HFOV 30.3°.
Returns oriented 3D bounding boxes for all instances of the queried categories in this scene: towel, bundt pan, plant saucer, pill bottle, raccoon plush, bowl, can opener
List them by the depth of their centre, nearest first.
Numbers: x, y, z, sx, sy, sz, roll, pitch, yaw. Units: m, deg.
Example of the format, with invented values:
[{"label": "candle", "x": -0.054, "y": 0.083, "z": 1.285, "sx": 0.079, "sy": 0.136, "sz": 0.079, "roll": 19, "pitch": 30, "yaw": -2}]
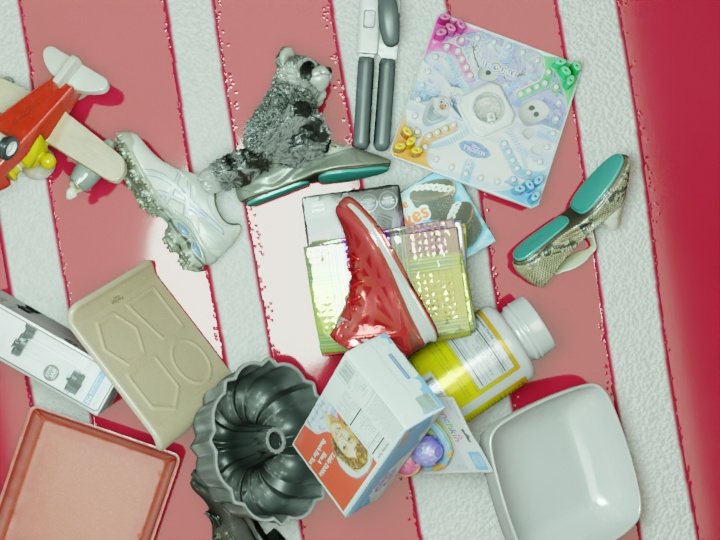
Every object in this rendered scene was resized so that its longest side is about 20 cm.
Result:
[{"label": "towel", "x": 0.039, "y": 0.021, "z": 1.607, "sx": 0.199, "sy": 0.023, "sz": 0.145, "roll": -9, "pitch": 93, "yaw": -1}, {"label": "bundt pan", "x": -0.126, "y": 0.212, "z": 1.625, "sx": 0.201, "sy": 0.076, "sz": 0.203, "roll": 15, "pitch": 68, "yaw": -41}, {"label": "raccoon plush", "x": -0.123, "y": -0.194, "z": 1.635, "sx": 0.199, "sy": 0.097, "sz": 0.135, "roll": -18, "pitch": 52, "yaw": -2}, {"label": "bowl", "x": 0.239, "y": 0.256, "z": 1.651, "sx": 0.199, "sy": 0.075, "sz": 0.201, "roll": -19, "pitch": 92, "yaw": -26}, {"label": "pill bottle", "x": 0.140, "y": 0.119, "z": 1.653, "sx": 0.199, "sy": 0.109, "sz": 0.110, "roll": -33, "pitch": 91, "yaw": -1}, {"label": "can opener", "x": 0.020, "y": -0.252, "z": 1.667, "sx": 0.053, "sy": 0.067, "sz": 0.202, "roll": 4, "pitch": 90, "yaw": -1}, {"label": "plant saucer", "x": -0.349, "y": 0.293, "z": 1.678, "sx": 0.199, "sy": 0.037, "sz": 0.201, "roll": 19, "pitch": 90, "yaw": -1}]

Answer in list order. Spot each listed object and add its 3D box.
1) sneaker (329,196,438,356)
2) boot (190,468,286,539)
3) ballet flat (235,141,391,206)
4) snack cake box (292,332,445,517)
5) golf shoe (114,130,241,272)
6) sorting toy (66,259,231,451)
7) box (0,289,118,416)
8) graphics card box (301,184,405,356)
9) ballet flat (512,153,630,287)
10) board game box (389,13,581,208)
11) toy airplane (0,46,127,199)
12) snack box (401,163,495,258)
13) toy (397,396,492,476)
[{"label": "sneaker", "x": -0.002, "y": 0.022, "z": 1.557, "sx": 0.115, "sy": 0.078, "sz": 0.201, "roll": -31, "pitch": 91, "yaw": -2}, {"label": "boot", "x": -0.189, "y": 0.370, "z": 1.668, "sx": 0.174, "sy": 0.069, "sz": 0.200, "roll": -44, "pitch": 91, "yaw": 1}, {"label": "ballet flat", "x": -0.063, "y": -0.133, "z": 1.668, "sx": 0.199, "sy": 0.067, "sz": 0.064, "roll": -14, "pitch": 84, "yaw": -2}, {"label": "snack cake box", "x": 0.005, "y": 0.182, "z": 1.546, "sx": 0.067, "sy": 0.200, "sz": 0.115, "roll": -24, "pitch": 66, "yaw": -39}, {"label": "golf shoe", "x": -0.229, "y": -0.100, "z": 1.670, "sx": 0.097, "sy": 0.078, "sz": 0.201, "roll": -35, "pitch": 97, "yaw": -18}, {"label": "sorting toy", "x": -0.255, "y": 0.102, "z": 1.619, "sx": 0.036, "sy": 0.185, "sz": 0.201, "roll": -32, "pitch": 94, "yaw": 30}, {"label": "box", "x": -0.386, "y": 0.098, "z": 1.635, "sx": 0.199, "sy": 0.117, "sz": 0.060, "roll": 30, "pitch": 90, "yaw": -1}, {"label": "graphics card box", "x": 0.000, "y": 0.000, "z": 1.640, "sx": 0.125, "sy": 0.051, "sz": 0.202, "roll": -7, "pitch": 91, "yaw": -1}, {"label": "ballet flat", "x": 0.281, "y": -0.057, "z": 1.685, "sx": 0.200, "sy": 0.068, "sz": 0.075, "roll": -45, "pitch": 113, "yaw": 5}, {"label": "board game box", "x": 0.160, "y": -0.204, "z": 1.673, "sx": 0.199, "sy": 0.026, "sz": 0.201, "roll": 20, "pitch": 79, "yaw": -1}, {"label": "toy airplane", "x": -0.395, "y": -0.175, "z": 1.637, "sx": 0.198, "sy": 0.142, "sz": 0.201, "roll": -7, "pitch": 54, "yaw": -12}, {"label": "snack box", "x": 0.056, "y": -0.035, "z": 1.685, "sx": 0.199, "sy": 0.037, "sz": 0.117, "roll": -32, "pitch": 91, "yaw": -1}, {"label": "toy", "x": 0.050, "y": 0.214, "z": 1.608, "sx": 0.047, "sy": 0.199, "sz": 0.116, "roll": -49, "pitch": 119, "yaw": -38}]
